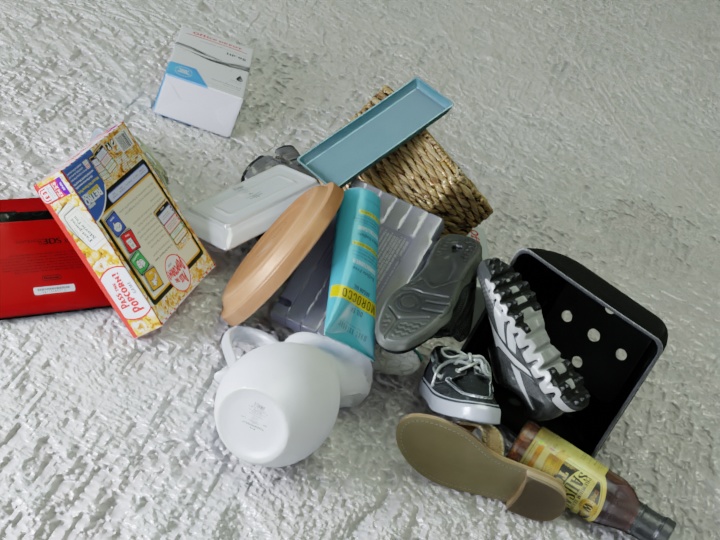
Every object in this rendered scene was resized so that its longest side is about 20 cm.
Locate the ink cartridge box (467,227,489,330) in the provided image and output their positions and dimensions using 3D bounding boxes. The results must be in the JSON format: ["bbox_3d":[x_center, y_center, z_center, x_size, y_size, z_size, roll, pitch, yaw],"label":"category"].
[{"bbox_3d":[0.064,-0.011,1.769,0.198,0.083,0.147,16,34,-14],"label":"ink cartridge box"}]

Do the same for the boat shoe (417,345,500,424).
[{"bbox_3d":[0.114,0.123,1.543,0.073,0.069,0.199,11,4,-7],"label":"boat shoe"}]

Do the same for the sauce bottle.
[{"bbox_3d":[0.258,0.244,1.548,0.199,0.066,0.066,30,33,13],"label":"sauce bottle"}]

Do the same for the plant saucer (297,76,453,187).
[{"bbox_3d":[0.020,-0.163,1.674,0.199,0.019,0.070,-36,58,-23],"label":"plant saucer"}]

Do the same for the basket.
[{"bbox_3d":[0.052,-0.104,1.754,0.200,0.149,0.143,52,6,34],"label":"basket"}]

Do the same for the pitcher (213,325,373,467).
[{"bbox_3d":[-0.095,0.120,1.460,0.170,0.122,0.200,20,20,15],"label":"pitcher"}]

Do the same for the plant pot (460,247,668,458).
[{"bbox_3d":[0.255,0.094,1.658,0.199,0.200,0.177,36,23,18],"label":"plant pot"}]

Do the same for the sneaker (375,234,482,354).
[{"bbox_3d":[0.081,0.055,1.569,0.076,0.115,0.200,13,37,21],"label":"sneaker"}]

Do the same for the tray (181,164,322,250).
[{"bbox_3d":[-0.131,-0.086,1.713,0.107,0.022,0.199,24,38,35],"label":"tray"}]

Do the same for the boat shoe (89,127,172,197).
[{"bbox_3d":[-0.271,-0.119,1.718,0.062,0.072,0.200,-6,41,-35],"label":"boat shoe"}]

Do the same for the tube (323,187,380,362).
[{"bbox_3d":[-0.008,0.002,1.545,0.077,0.050,0.201,27,50,-31],"label":"tube"}]

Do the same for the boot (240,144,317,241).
[{"bbox_3d":[-0.108,-0.094,1.808,0.131,0.070,0.200,26,32,25],"label":"boot"}]

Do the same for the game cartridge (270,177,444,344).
[{"bbox_3d":[0.000,0.000,1.605,0.129,0.038,0.201,27,67,11],"label":"game cartridge"}]

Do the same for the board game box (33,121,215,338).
[{"bbox_3d":[-0.258,-0.048,1.548,0.201,0.046,0.152,59,29,-14],"label":"board game box"}]

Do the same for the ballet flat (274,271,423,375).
[{"bbox_3d":[-0.021,0.075,1.625,0.199,0.072,0.072,35,34,20],"label":"ballet flat"}]

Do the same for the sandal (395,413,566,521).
[{"bbox_3d":[0.131,0.201,1.523,0.211,0.078,0.070,28,29,-10],"label":"sandal"}]

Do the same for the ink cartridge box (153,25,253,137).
[{"bbox_3d":[-0.221,-0.282,1.987,0.115,0.067,0.201,17,33,-10],"label":"ink cartridge box"}]

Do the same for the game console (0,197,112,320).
[{"bbox_3d":[-0.379,-0.018,1.552,0.199,0.118,0.174,-7,75,-38],"label":"game console"}]

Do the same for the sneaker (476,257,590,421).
[{"bbox_3d":[0.173,0.085,1.561,0.066,0.090,0.201,-16,73,-49],"label":"sneaker"}]

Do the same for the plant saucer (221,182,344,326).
[{"bbox_3d":[-0.094,-0.024,1.577,0.032,0.200,0.201,41,31,-11],"label":"plant saucer"}]
